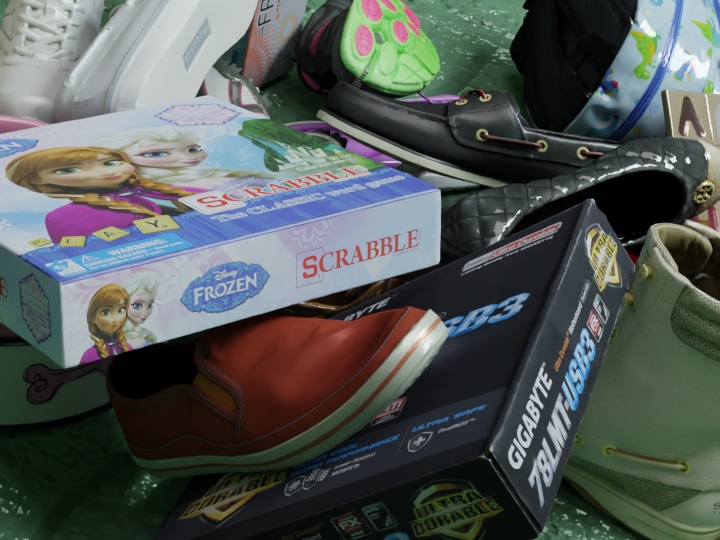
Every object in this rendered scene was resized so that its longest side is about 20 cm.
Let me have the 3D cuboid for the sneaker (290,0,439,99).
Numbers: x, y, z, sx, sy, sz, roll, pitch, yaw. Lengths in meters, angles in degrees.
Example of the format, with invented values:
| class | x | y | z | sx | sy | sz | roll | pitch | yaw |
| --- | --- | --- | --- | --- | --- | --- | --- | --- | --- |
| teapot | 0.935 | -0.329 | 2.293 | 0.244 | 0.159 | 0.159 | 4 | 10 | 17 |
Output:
| class | x | y | z | sx | sy | sz | roll | pitch | yaw |
| --- | --- | --- | --- | --- | --- | --- | --- | --- | --- |
| sneaker | -0.001 | -0.140 | 1.099 | 0.077 | 0.084 | 0.200 | 44 | 12 | -12 |

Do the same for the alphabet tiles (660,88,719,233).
| class | x | y | z | sx | sy | sz | roll | pitch | yaw |
| --- | --- | --- | --- | --- | --- | --- | --- | --- | --- |
| alphabet tiles | 0.267 | -0.058 | 1.038 | 0.199 | 0.008 | 0.168 | 1 | 78 | -34 |

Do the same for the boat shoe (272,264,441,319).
| class | x | y | z | sx | sy | sz | roll | pitch | yaw |
| --- | --- | --- | --- | --- | --- | --- | --- | --- | --- |
| boat shoe | 0.000 | 0.000 | 0.913 | 0.199 | 0.072 | 0.068 | -1 | -4 | -20 |

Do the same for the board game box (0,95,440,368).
| class | x | y | z | sx | sy | sz | roll | pitch | yaw |
| --- | --- | --- | --- | --- | --- | --- | --- | --- | --- |
| board game box | -0.100 | -0.028 | 0.787 | 0.199 | 0.041 | 0.199 | -15 | 26 | -36 |

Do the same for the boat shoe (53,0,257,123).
| class | x | y | z | sx | sy | sz | roll | pitch | yaw |
| --- | --- | --- | --- | --- | --- | --- | --- | --- | --- |
| boat shoe | -0.115 | -0.144 | 0.979 | 0.068 | 0.072 | 0.201 | 10 | 53 | 18 |

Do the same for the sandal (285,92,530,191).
| class | x | y | z | sx | sy | sz | roll | pitch | yaw |
| --- | --- | --- | --- | --- | --- | --- | --- | --- | --- |
| sandal | 0.034 | -0.088 | 1.081 | 0.202 | 0.050 | 0.082 | -13 | 44 | -33 |

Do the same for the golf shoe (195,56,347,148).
| class | x | y | z | sx | sy | sz | roll | pitch | yaw |
| --- | --- | --- | --- | --- | --- | --- | --- | --- | --- |
| golf shoe | -0.082 | -0.066 | 0.993 | 0.199 | 0.077 | 0.088 | 30 | 44 | 20 |

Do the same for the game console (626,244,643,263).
| class | x | y | z | sx | sy | sz | roll | pitch | yaw |
| --- | --- | --- | --- | --- | --- | --- | --- | --- | --- |
| game console | 0.169 | 0.016 | 1.011 | 0.176 | 0.031 | 0.200 | -16 | 46 | -44 |

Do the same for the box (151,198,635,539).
| class | x | y | z | sx | sy | sz | roll | pitch | yaw |
| --- | --- | --- | --- | --- | --- | --- | --- | --- | --- |
| box | 0.015 | 0.067 | 0.762 | 0.050 | 0.199 | 0.199 | 54 | 35 | -18 |

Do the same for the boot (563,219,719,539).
| class | x | y | z | sx | sy | sz | roll | pitch | yaw |
| --- | --- | --- | --- | --- | --- | --- | --- | --- | --- |
| boot | 0.121 | 0.036 | 0.853 | 0.199 | 0.155 | 0.072 | 30 | 38 | 18 |

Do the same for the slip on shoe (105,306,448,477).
| class | x | y | z | sx | sy | sz | roll | pitch | yaw |
| --- | --- | --- | --- | --- | --- | --- | --- | --- | --- |
| slip on shoe | -0.045 | 0.047 | 0.742 | 0.199 | 0.061 | 0.074 | -15 | 24 | 44 |

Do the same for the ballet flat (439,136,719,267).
| class | x | y | z | sx | sy | sz | roll | pitch | yaw |
| --- | --- | --- | --- | --- | --- | --- | --- | --- | --- |
| ballet flat | 0.129 | -0.027 | 0.919 | 0.199 | 0.067 | 0.057 | -16 | 35 | -26 |

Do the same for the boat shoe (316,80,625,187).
| class | x | y | z | sx | sy | sz | roll | pitch | yaw |
| --- | --- | --- | --- | --- | --- | --- | --- | --- | --- |
| boat shoe | 0.074 | -0.079 | 1.004 | 0.200 | 0.063 | 0.074 | 17 | 9 | -3 |

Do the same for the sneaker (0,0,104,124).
| class | x | y | z | sx | sy | sz | roll | pitch | yaw |
| --- | --- | --- | --- | --- | --- | --- | --- | --- | --- |
| sneaker | -0.193 | -0.143 | 1.014 | 0.077 | 0.100 | 0.200 | 6 | 26 | -10 |

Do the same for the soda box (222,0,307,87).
| class | x | y | z | sx | sy | sz | roll | pitch | yaw |
| --- | --- | --- | --- | --- | --- | --- | --- | --- | --- |
| soda box | -0.068 | -0.218 | 1.092 | 0.063 | 0.201 | 0.068 | 29 | 37 | 20 |

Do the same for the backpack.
| class | x | y | z | sx | sy | sz | roll | pitch | yaw |
| --- | --- | --- | --- | --- | --- | --- | --- | --- | --- |
| backpack | 0.177 | -0.142 | 1.107 | 0.154 | 0.163 | 0.200 | 38 | 23 | -4 |

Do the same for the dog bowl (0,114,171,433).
| class | x | y | z | sx | sy | sz | roll | pitch | yaw |
| --- | --- | --- | --- | --- | --- | --- | --- | --- | --- |
| dog bowl | -0.193 | -0.009 | 0.877 | 0.199 | 0.074 | 0.201 | 9 | 36 | -6 |
